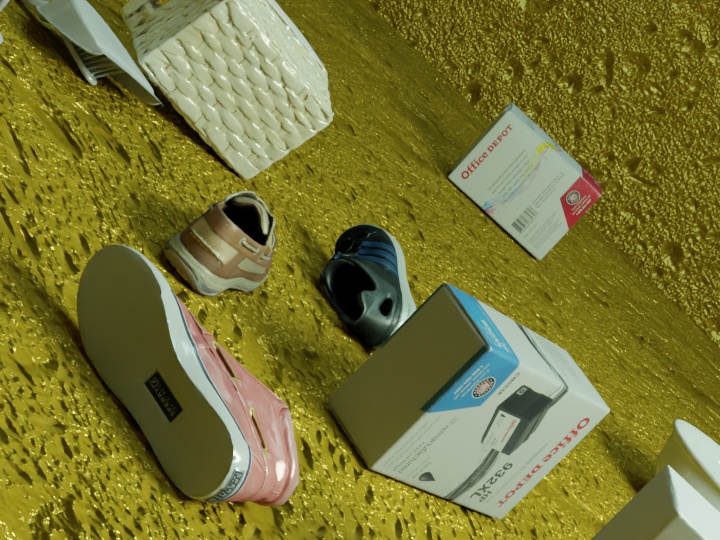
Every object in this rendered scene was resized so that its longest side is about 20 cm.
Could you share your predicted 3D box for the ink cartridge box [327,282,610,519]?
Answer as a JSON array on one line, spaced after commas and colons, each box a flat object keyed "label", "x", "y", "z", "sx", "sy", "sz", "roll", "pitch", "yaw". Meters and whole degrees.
[{"label": "ink cartridge box", "x": 0.094, "y": 0.114, "z": 1.464, "sx": 0.200, "sy": 0.145, "sz": 0.084, "roll": 28, "pitch": 20, "yaw": -49}]

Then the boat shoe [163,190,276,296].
[{"label": "boat shoe", "x": -0.102, "y": -0.028, "z": 1.493, "sx": 0.076, "sy": 0.072, "sz": 0.200, "roll": 43, "pitch": 13, "yaw": 1}]

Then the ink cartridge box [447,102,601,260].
[{"label": "ink cartridge box", "x": 0.258, "y": -0.144, "z": 2.755, "sx": 0.200, "sy": 0.145, "sz": 0.145, "roll": 43, "pitch": 13, "yaw": -3}]

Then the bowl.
[{"label": "bowl", "x": 0.405, "y": 0.273, "z": 2.007, "sx": 0.201, "sy": 0.090, "sz": 0.201, "roll": 39, "pitch": 14, "yaw": -11}]

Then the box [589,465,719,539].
[{"label": "box", "x": 0.184, "y": 0.253, "z": 1.177, "sx": 0.124, "sy": 0.200, "sz": 0.098, "roll": 42, "pitch": 13, "yaw": -4}]

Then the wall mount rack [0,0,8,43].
[{"label": "wall mount rack", "x": -0.372, "y": -0.285, "z": 1.492, "sx": 0.200, "sy": 0.075, "sz": 0.174, "roll": 34, "pitch": 16, "yaw": -38}]

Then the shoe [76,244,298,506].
[{"label": "shoe", "x": -0.114, "y": 0.073, "z": 1.161, "sx": 0.200, "sy": 0.071, "sz": 0.091, "roll": 57, "pitch": 17, "yaw": 28}]

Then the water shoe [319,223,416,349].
[{"label": "water shoe", "x": 0.000, "y": 0.000, "z": 1.709, "sx": 0.079, "sy": 0.072, "sz": 0.200, "roll": 33, "pitch": 16, "yaw": -29}]

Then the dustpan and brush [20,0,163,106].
[{"label": "dustpan and brush", "x": -0.282, "y": -0.236, "z": 1.682, "sx": 0.200, "sy": 0.057, "sz": 0.140, "roll": 56, "pitch": 5, "yaw": 22}]

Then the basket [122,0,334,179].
[{"label": "basket", "x": -0.133, "y": -0.210, "z": 1.784, "sx": 0.200, "sy": 0.135, "sz": 0.124, "roll": 49, "pitch": 14, "yaw": -32}]
